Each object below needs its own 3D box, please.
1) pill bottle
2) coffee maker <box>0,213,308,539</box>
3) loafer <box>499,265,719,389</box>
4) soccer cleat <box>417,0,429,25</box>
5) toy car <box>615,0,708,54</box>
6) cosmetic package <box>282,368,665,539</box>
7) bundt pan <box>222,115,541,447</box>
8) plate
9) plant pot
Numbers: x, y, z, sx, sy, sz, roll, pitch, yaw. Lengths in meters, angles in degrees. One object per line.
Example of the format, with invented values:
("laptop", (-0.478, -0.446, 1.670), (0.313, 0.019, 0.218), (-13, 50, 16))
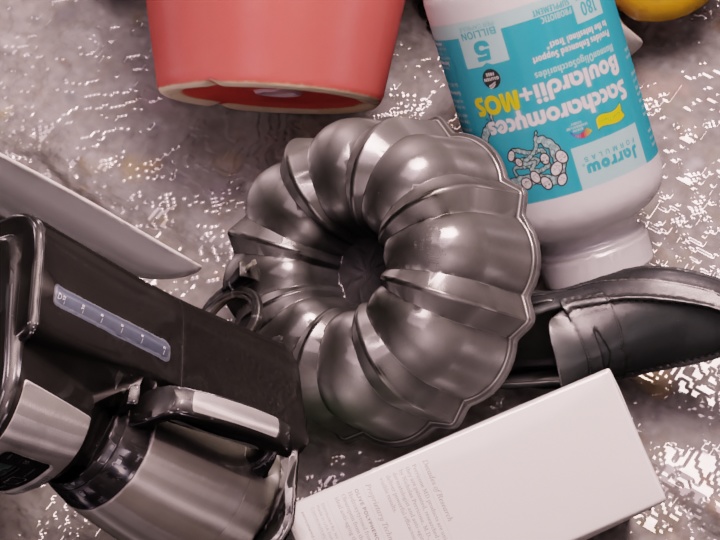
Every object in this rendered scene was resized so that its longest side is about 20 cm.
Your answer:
("pill bottle", (0.116, -0.093, 1.452), (0.110, 0.111, 0.201), (-20, 101, -9))
("coffee maker", (-0.141, 0.055, 1.295), (0.135, 0.200, 0.192), (-44, 39, 20))
("loafer", (0.129, 0.042, 1.419), (0.200, 0.068, 0.070), (-4, 33, 19))
("soccer cleat", (0.062, -0.223, 1.601), (0.073, 0.068, 0.200), (-15, 58, -14))
("toy car", (0.143, -0.246, 1.555), (0.200, 0.150, 0.175), (38, 99, -17))
("cosmetic package", (0.059, 0.136, 1.356), (0.199, 0.108, 0.085), (-23, 83, -11))
("bundt pan", (0.000, 0.000, 1.409), (0.201, 0.076, 0.203), (-7, 77, 32))
("plate", (-0.216, -0.051, 1.407), (0.200, 0.199, 0.032), (21, 82, 53))
("plant pot", (-0.051, -0.194, 1.508), (0.200, 0.200, 0.178), (2, 87, 5))
